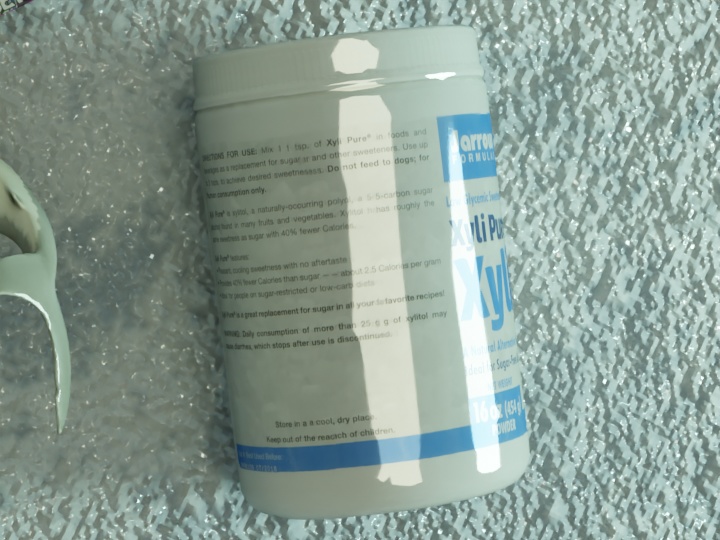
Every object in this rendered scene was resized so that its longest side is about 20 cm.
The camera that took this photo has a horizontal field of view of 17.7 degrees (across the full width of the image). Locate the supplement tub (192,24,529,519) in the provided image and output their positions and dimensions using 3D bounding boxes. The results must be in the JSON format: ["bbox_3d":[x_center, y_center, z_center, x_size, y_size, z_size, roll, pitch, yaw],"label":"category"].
[{"bbox_3d":[0.000,0.000,1.008,0.131,0.132,0.201,-7,93,-15],"label":"supplement tub"}]

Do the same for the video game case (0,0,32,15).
[{"bbox_3d":[-0.189,-0.180,0.936,0.199,0.036,0.182,-24,124,-1],"label":"video game case"}]

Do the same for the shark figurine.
[{"bbox_3d":[-0.179,-0.017,0.976,0.128,0.214,0.090,-44,144,-39],"label":"shark figurine"}]
